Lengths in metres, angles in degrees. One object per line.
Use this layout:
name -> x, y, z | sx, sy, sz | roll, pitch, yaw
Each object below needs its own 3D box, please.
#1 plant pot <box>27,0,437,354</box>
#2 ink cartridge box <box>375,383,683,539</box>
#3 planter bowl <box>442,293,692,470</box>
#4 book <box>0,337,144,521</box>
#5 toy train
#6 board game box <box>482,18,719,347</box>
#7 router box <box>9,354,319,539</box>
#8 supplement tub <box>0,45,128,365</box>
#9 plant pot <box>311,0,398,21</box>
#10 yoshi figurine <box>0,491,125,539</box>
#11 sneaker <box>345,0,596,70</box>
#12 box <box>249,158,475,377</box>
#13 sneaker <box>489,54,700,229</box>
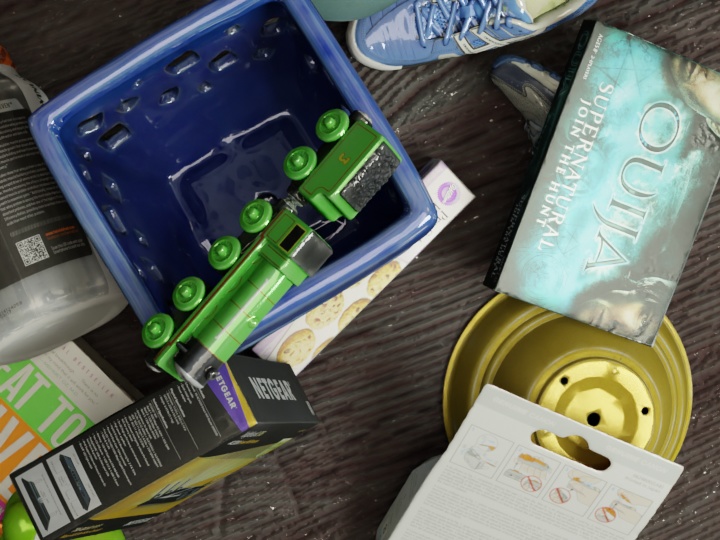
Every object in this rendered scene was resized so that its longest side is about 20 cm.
plant pot -> -0.076, -0.055, 1.021 | 0.199, 0.180, 0.201 | -31, 82, 0
ink cartridge box -> 0.119, 0.171, 1.109 | 0.159, 0.047, 0.201 | 23, 122, -7
planter bowl -> 0.166, 0.104, 1.132 | 0.199, 0.083, 0.202 | -1, 97, -6
book -> -0.270, 0.128, 1.109 | 0.134, 0.048, 0.200 | 44, 92, -5
toy train -> -0.052, -0.011, 0.896 | 0.200, 0.056, 0.042 | -50, 143, -2
board game box -> 0.184, -0.060, 1.071 | 0.135, 0.028, 0.201 | 19, 95, -17
router box -> -0.123, 0.118, 1.012 | 0.157, 0.200, 0.052 | -30, 80, 6
supplement tub -> -0.248, -0.046, 1.035 | 0.122, 0.123, 0.201 | -24, 82, -3
plant pot -> -0.014, -0.253, 1.034 | 0.199, 0.201, 0.135 | 10, 133, -7
yoshi figurine -> -0.213, 0.251, 1.080 | 0.112, 0.112, 0.201 | -16, 118, -40
sneaker -> 0.084, -0.197, 1.092 | 0.199, 0.077, 0.076 | -19, 100, -3
box -> 0.000, 0.000, 1.123 | 0.200, 0.039, 0.041 | -44, 100, 0
sneaker -> 0.160, -0.074, 1.117 | 0.200, 0.077, 0.085 | 44, 94, -9
